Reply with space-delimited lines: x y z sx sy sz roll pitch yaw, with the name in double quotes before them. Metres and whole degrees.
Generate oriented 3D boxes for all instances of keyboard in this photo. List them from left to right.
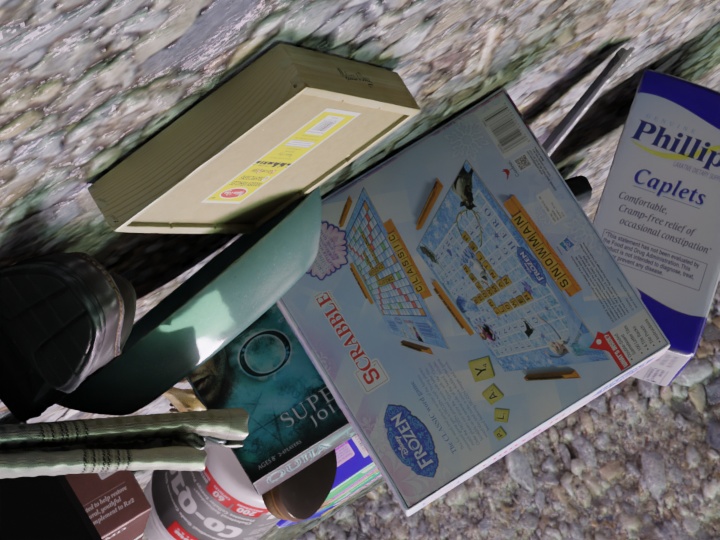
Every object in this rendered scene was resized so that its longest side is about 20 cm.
"keyboard" 0.128 -0.079 1.656 0.200 0.011 0.056 -52 -177 36

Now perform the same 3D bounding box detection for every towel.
"towel" -0.175 0.102 1.320 0.199 0.035 0.192 -4 176 -19

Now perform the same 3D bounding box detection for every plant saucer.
"plant saucer" -0.092 0.025 1.368 0.200 0.036 0.200 -38 -175 4

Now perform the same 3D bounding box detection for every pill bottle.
"pill bottle" -0.113 0.178 2.001 0.113 0.114 0.200 -27 169 -33

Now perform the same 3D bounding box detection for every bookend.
"bookend" -0.212 0.218 1.616 0.092 0.201 0.199 -31 171 -7

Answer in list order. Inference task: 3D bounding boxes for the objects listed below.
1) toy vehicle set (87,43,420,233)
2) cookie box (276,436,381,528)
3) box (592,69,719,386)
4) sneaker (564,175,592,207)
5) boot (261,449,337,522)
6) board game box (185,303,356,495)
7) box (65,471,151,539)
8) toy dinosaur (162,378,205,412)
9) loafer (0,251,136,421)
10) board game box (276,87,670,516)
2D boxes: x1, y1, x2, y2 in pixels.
"toy vehicle set" -0.050 -0.065 1.230 0.124 0.027 0.200 -35 170 14
"cookie box" -0.017 0.201 2.564 0.171 0.075 0.200 -35 171 10
"box" 0.231 -0.028 1.821 0.184 0.104 0.201 84 25 -80
"sneaker" 0.144 -0.003 2.011 0.074 0.088 0.200 -23 167 -47
"boot" -0.065 0.125 1.798 0.075 0.074 0.201 -22 -147 18
"board game box" -0.017 0.040 1.548 0.199 0.136 0.028 -32 154 -6
"box" -0.229 0.203 1.884 0.100 0.075 0.200 -30 169 -14
"toy dinosaur" -0.068 0.085 1.730 0.199 0.059 0.101 -15 -170 -31
"loafer" -0.151 0.022 1.227 0.072 0.073 0.200 -33 -179 -22
"board game box" 0.061 0.019 1.499 0.199 0.201 0.041 -31 169 -6
